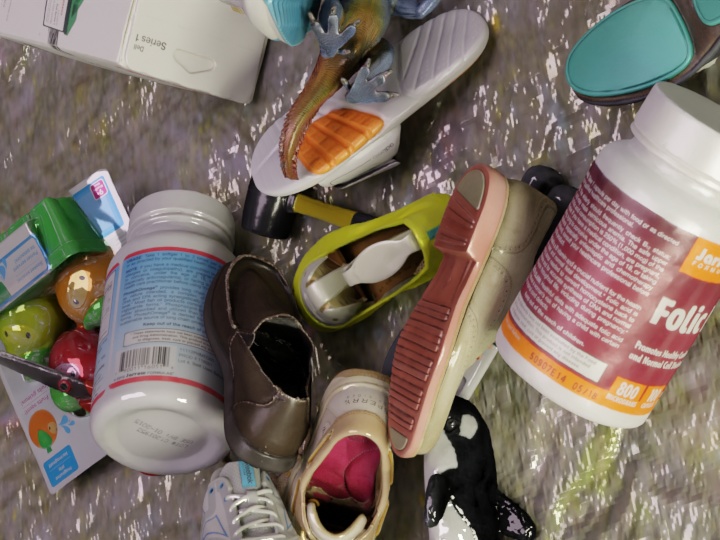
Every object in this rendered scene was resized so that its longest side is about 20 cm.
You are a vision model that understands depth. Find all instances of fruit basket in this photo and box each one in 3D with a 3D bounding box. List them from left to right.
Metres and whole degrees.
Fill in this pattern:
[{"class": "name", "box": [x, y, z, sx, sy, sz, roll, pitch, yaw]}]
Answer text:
[{"class": "fruit basket", "box": [-0.231, 0.049, 1.968, 0.185, 0.093, 0.201, -35, 66, 30]}]

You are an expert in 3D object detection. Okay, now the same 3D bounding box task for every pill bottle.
[{"class": "pill bottle", "box": [-0.141, 0.043, 1.846, 0.108, 0.109, 0.201, -29, 43, 36]}, {"class": "pill bottle", "box": [0.180, -0.010, 1.573, 0.114, 0.114, 0.201, 43, 112, 39]}]

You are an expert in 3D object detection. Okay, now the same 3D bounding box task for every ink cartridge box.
[{"class": "ink cartridge box", "box": [-0.187, -0.199, 1.933, 0.199, 0.146, 0.085, 17, 93, 43]}]

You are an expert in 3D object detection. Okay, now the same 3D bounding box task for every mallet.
[{"class": "mallet", "box": [-0.007, -0.047, 1.814, 0.199, 0.041, 0.066, 10, 93, 40]}]

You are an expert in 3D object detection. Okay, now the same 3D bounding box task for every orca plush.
[{"class": "orca plush", "box": [0.083, 0.181, 1.661, 0.071, 0.105, 0.201, -4, 64, 8]}]

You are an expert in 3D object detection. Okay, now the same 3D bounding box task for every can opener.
[{"class": "can opener", "box": [0.080, 0.019, 1.694, 0.053, 0.067, 0.201, 43, 112, 38]}]

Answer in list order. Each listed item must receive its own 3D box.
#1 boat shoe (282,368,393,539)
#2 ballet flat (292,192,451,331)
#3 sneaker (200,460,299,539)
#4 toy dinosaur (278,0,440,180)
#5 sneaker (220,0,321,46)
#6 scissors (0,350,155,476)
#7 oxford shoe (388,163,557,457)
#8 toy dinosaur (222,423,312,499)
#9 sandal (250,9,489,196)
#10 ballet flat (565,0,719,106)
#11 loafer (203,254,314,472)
[{"class": "boat shoe", "box": [-0.018, 0.162, 1.714, 0.069, 0.073, 0.201, -80, 1, -53]}, {"class": "ballet flat", "box": [0.000, 0.000, 1.751, 0.200, 0.067, 0.067, -29, 93, 45]}, {"class": "sneaker", "box": [-0.080, 0.178, 1.709, 0.200, 0.074, 0.087, -162, 70, -73]}, {"class": "toy dinosaur", "box": [-0.010, -0.195, 1.775, 0.200, 0.105, 0.182, -41, 21, 20]}, {"class": "sneaker", "box": [-0.070, -0.205, 1.736, 0.080, 0.200, 0.077, 15, 96, 3]}, {"class": "scissors", "box": [-0.216, 0.088, 1.925, 0.200, 0.014, 0.073, 35, 122, 3]}, {"class": "oxford shoe", "box": [0.076, 0.035, 1.636, 0.071, 0.073, 0.201, 34, 104, 64]}, {"class": "toy dinosaur", "box": [-0.038, 0.147, 1.807, 0.200, 0.058, 0.101, -44, 71, 32]}, {"class": "sandal", "box": [0.016, -0.107, 1.786, 0.206, 0.059, 0.079, -33, 42, 12]}, {"class": "ballet flat", "box": [0.224, -0.160, 1.590, 0.200, 0.073, 0.073, -33, 62, 36]}, {"class": "loafer", "box": [-0.060, 0.054, 1.750, 0.071, 0.073, 0.201, -55, 31, 32]}]
